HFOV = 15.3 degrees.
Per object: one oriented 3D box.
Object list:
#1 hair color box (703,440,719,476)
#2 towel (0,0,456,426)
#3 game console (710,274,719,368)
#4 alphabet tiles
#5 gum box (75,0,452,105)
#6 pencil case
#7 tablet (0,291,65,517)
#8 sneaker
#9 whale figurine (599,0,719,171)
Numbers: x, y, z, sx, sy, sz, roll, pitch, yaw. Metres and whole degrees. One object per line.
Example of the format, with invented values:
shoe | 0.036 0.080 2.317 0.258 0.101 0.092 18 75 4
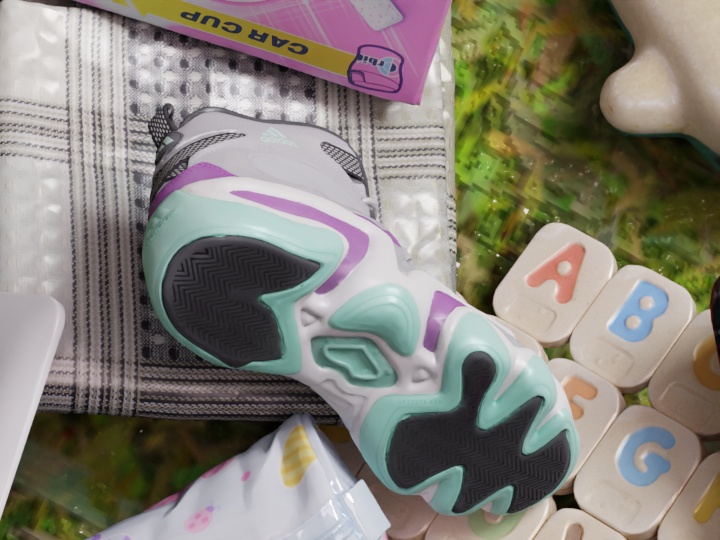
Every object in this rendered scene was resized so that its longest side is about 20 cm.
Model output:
hair color box | 0.203 0.027 1.094 0.060 0.100 0.200 39 76 -6
towel | -0.051 -0.036 1.059 0.191 0.035 0.201 3 65 -11
game console | 0.238 0.081 0.979 0.172 0.118 0.201 -8 87 -39
alphabet tiles | 0.064 0.080 1.038 0.200 0.015 0.196 30 78 32
gum box | -0.053 -0.152 1.038 0.199 0.114 0.066 17 47 -2
pencil case | -0.082 0.131 1.002 0.199 0.091 0.083 -28 78 -3
tablet | -0.176 0.102 0.991 0.014 0.130 0.201 26 75 -38
sneaker | 0.000 0.000 1.009 0.078 0.140 0.200 -41 122 19
whale figurine | 0.154 -0.112 1.121 0.200 0.104 0.159 34 75 20
